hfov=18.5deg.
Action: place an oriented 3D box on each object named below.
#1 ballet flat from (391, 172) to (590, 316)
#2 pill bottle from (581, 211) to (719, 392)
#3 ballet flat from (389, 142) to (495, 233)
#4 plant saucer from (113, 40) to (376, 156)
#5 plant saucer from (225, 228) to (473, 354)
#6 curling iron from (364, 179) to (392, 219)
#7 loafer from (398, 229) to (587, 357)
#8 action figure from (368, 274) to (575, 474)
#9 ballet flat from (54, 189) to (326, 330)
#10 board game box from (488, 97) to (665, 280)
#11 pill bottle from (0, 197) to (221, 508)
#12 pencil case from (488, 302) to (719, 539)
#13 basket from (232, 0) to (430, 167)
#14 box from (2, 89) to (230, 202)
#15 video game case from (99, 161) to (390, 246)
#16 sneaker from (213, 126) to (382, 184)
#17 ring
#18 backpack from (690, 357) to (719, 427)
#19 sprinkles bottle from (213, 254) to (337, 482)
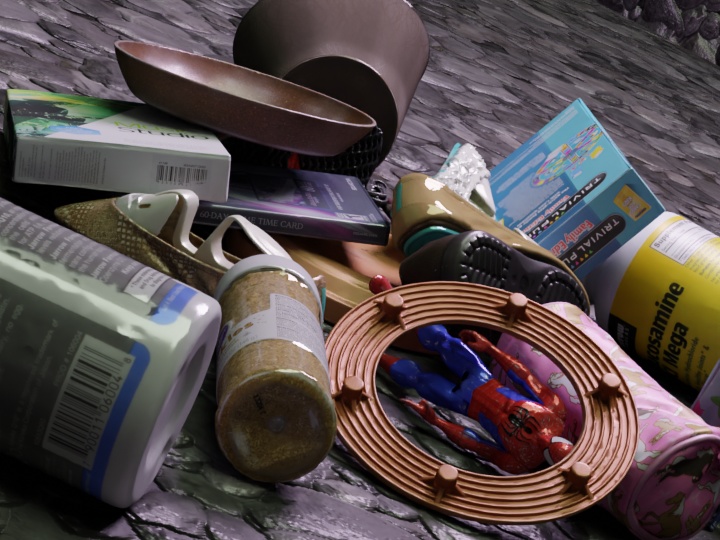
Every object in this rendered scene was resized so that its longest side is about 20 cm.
[{"bbox_3d":[0.095,-0.014,1.574,0.199,0.068,0.063,32,34,-42],"label":"ballet flat"},{"bbox_3d":[0.256,0.025,1.726,0.199,0.113,0.112,30,17,26],"label":"pill bottle"},{"bbox_3d":[0.069,-0.045,1.688,0.071,0.072,0.200,25,19,7],"label":"ballet flat"},{"bbox_3d":[-0.087,-0.122,1.607,0.198,0.035,0.200,16,11,-3],"label":"plant saucer"},{"bbox_3d":[0.000,0.000,1.592,0.199,0.033,0.200,23,15,-6],"label":"plant saucer"},{"bbox_3d":[0.036,-0.029,1.752,0.049,0.026,0.200,11,19,-28],"label":"curling iron"},{"bbox_3d":[0.093,0.021,1.522,0.071,0.074,0.200,4,-22,35],"label":"loafer"},{"bbox_3d":[0.065,0.073,1.387,0.199,0.066,0.052,34,-7,36],"label":"action figure"},{"bbox_3d":[-0.104,-0.014,1.420,0.199,0.066,0.070,27,13,13],"label":"ballet flat"},{"bbox_3d":[0.145,-0.045,1.723,0.047,0.151,0.200,48,9,-19],"label":"board game box"},{"bbox_3d":[-0.179,0.026,1.091,0.199,0.115,0.114,25,15,5],"label":"pill bottle"},{"bbox_3d":[0.158,0.094,1.414,0.086,0.083,0.200,12,18,-33],"label":"pencil case"},{"bbox_3d":[-0.026,-0.161,1.905,0.178,0.137,0.200,-1,22,1],"label":"basket"},{"bbox_3d":[-0.173,-0.088,1.529,0.143,0.037,0.200,5,11,-13],"label":"box"},{"bbox_3d":[-0.087,-0.054,1.577,0.198,0.019,0.143,7,15,-12],"label":"video game case"},{"bbox_3d":[-0.071,-0.106,1.743,0.199,0.071,0.093,-7,33,-45],"label":"sneaker"},{"bbox_3d":[0.072,0.072,1.324,0.198,0.019,0.201,9,41,-8],"label":"ring"},{"bbox_3d":[0.324,0.089,1.499,0.150,0.179,0.199,39,17,31],"label":"backpack"},{"bbox_3d":[-0.051,0.052,1.272,0.068,0.069,0.200,20,16,-11],"label":"sprinkles bottle"}]
